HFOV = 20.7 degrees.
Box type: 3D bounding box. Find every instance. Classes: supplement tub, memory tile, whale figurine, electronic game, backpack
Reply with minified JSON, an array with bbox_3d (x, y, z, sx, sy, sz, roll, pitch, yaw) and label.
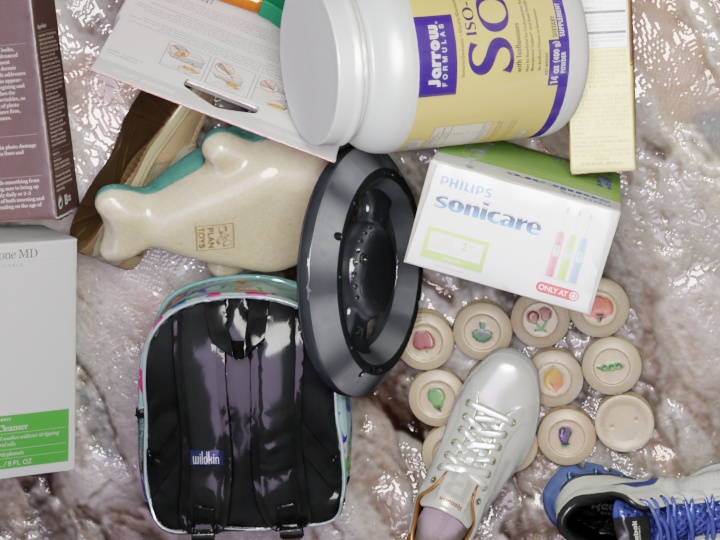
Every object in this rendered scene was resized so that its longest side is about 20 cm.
[{"bbox_3d":[0.053,-0.163,1.472,0.200,0.145,0.146,-8,100,-22],"label":"supplement tub"},{"bbox_3d":[0.137,0.093,1.646,0.200,0.017,0.153,-11,99,9],"label":"memory tile"},{"bbox_3d":[-0.116,-0.063,1.590,0.200,0.104,0.159,-10,138,-8],"label":"whale figurine"},{"bbox_3d":[0.000,0.000,1.556,0.042,0.200,0.200,3,101,25],"label":"electronic game"},{"bbox_3d":[-0.093,0.103,1.608,0.177,0.151,0.200,-3,107,3],"label":"backpack"}]

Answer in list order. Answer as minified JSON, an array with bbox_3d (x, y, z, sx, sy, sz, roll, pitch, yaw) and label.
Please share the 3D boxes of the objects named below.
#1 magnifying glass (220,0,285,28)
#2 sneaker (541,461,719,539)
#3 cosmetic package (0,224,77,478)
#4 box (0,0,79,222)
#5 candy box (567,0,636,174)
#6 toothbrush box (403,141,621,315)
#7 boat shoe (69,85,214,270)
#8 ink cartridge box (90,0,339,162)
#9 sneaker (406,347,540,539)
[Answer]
[{"bbox_3d":[-0.059,-0.209,1.578,0.200,0.080,0.022,20,133,-7],"label":"magnifying glass"},{"bbox_3d":[0.246,0.207,1.601,0.199,0.115,0.081,0,101,7],"label":"sneaker"},{"bbox_3d":[-0.299,0.066,1.642,0.108,0.085,0.200,-6,104,-31],"label":"cosmetic package"},{"bbox_3d":[-0.300,-0.141,1.633,0.100,0.075,0.200,-3,101,9],"label":"box"},{"bbox_3d":[0.186,-0.182,1.540,0.055,0.115,0.200,-3,100,7],"label":"candy box"},{"bbox_3d":[0.122,-0.043,1.530,0.145,0.200,0.086,16,101,3],"label":"toothbrush box"},{"bbox_3d":[-0.166,-0.093,1.633,0.064,0.071,0.200,25,105,-34],"label":"boat shoe"},{"bbox_3d":[-0.101,-0.152,1.541,0.200,0.176,0.045,21,129,-4],"label":"ink cartridge box"},{"bbox_3d":[0.094,0.162,1.614,0.073,0.085,0.200,22,101,5],"label":"sneaker"}]
